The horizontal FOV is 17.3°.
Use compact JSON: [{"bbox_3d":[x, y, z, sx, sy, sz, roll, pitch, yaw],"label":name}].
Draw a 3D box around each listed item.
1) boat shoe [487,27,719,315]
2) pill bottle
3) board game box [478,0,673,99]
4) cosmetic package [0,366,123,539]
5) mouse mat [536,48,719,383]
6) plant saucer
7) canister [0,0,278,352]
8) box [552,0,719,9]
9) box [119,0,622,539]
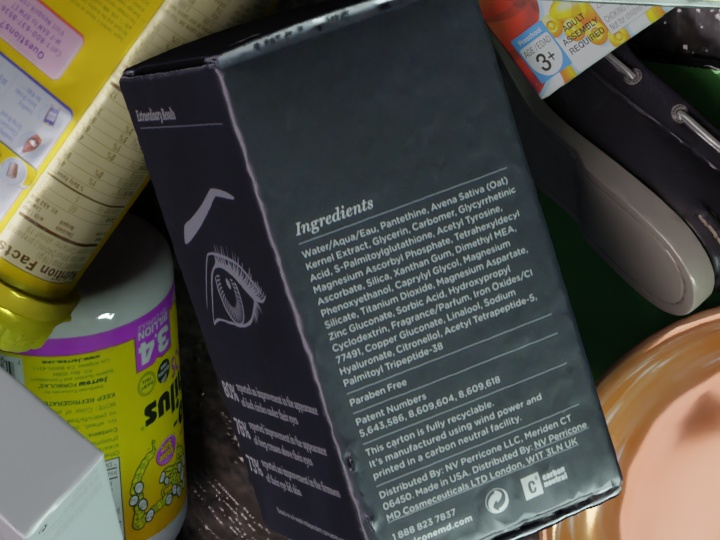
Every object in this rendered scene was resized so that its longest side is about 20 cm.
[{"bbox_3d":[0.086,-0.071,0.930,0.200,0.063,0.073,50,162,21],"label":"boat shoe"},{"bbox_3d":[-0.136,0.076,1.126,0.104,0.104,0.201,15,124,25],"label":"pill bottle"},{"bbox_3d":[0.060,-0.183,0.850,0.103,0.105,0.200,-33,96,41],"label":"board game box"},{"bbox_3d":[-0.192,0.056,1.005,0.200,0.052,0.151,39,160,12],"label":"cosmetic package"},{"bbox_3d":[0.081,-0.014,0.963,0.199,0.008,0.162,11,100,26],"label":"mouse mat"},{"bbox_3d":[0.169,0.107,0.909,0.199,0.037,0.201,4,101,19],"label":"plant saucer"},{"bbox_3d":[-0.136,-0.089,0.988,0.148,0.087,0.200,39,100,10],"label":"canister"},{"bbox_3d":[0.129,-0.179,0.737,0.048,0.199,0.194,-134,47,-60],"label":"box"},{"bbox_3d":[0.000,0.000,0.891,0.148,0.104,0.201,-169,61,-70],"label":"box"}]
